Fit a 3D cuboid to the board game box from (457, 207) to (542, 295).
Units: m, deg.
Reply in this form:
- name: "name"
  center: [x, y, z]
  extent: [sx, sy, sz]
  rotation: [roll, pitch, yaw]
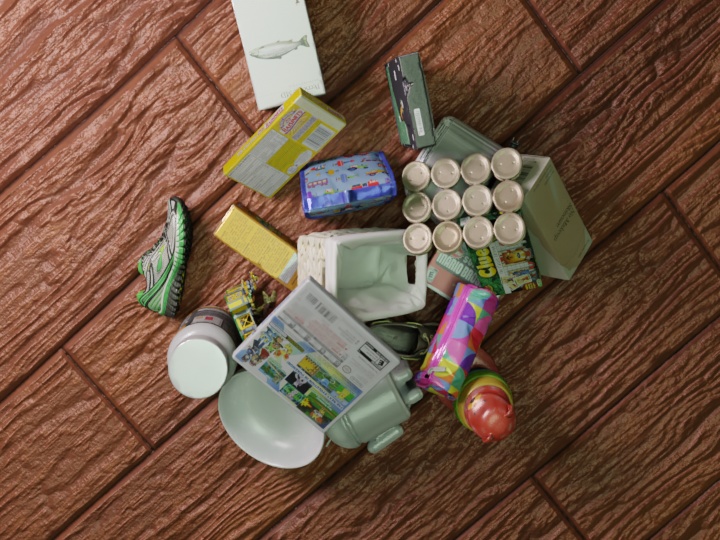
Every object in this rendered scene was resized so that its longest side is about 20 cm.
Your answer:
- name: "board game box"
  center: [0.233, -0.028, 1.434]
  extent: [0.102, 0.024, 0.201]
  rotation: [-10, 141, 17]

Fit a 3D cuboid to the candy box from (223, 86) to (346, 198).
- name: "candy box"
  center: [-0.124, -0.201, 1.409]
  extent: [0.101, 0.027, 0.199]
  rotation: [27, 126, -37]

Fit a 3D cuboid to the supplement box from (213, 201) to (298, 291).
- name: "supplement box"
  center: [-0.150, -0.034, 1.478]
  extent: [0.198, 0.067, 0.070]
  rotation: [33, 96, -9]

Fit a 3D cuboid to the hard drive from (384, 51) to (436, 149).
- name: "hard drive"
  center: [0.078, -0.267, 1.385]
  extent: [0.037, 0.200, 0.143]
  rotation: [-13, 100, -3]

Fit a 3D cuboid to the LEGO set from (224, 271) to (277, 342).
- name: "LEGO set"
  center: [-0.148, 0.070, 1.438]
  extent: [0.114, 0.200, 0.157]
  rotation: [-24, 87, -7]

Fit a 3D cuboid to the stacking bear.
- name: "stacking bear"
  center: [0.209, 0.226, 1.477]
  extent: [0.121, 0.200, 0.114]
  rotation: [-45, 100, 5]

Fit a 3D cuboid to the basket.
- name: "basket"
  center: [0.000, 0.000, 1.425]
  extent: [0.197, 0.122, 0.139]
  rotation: [-8, 103, -38]

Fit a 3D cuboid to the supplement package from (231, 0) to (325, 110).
- name: "supplement package"
  center: [-0.131, -0.369, 1.396]
  extent: [0.114, 0.117, 0.205]
  rotation: [-14, 101, -1]

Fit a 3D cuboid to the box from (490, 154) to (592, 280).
- name: "box"
  center: [0.300, -0.086, 1.440]
  extent: [0.096, 0.077, 0.201]
  rotation: [-54, 129, -19]

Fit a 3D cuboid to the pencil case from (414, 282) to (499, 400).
- name: "pencil case"
  center: [0.162, 0.120, 1.468]
  extent: [0.087, 0.088, 0.203]
  rotation: [28, 76, -8]

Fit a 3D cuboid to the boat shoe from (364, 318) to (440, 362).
- name: "boat shoe"
  center: [0.094, 0.124, 1.523]
  extent: [0.195, 0.060, 0.074]
  rotation: [13, 98, -6]

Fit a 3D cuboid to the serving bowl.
- name: "serving bowl"
  center: [-0.140, 0.234, 1.473]
  extent: [0.195, 0.066, 0.204]
  rotation: [11, 124, 17]

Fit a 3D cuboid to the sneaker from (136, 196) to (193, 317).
- name: "sneaker"
  center: [-0.331, -0.025, 1.462]
  extent: [0.083, 0.078, 0.205]
  rotation: [12, 99, -5]

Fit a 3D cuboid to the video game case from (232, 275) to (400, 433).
- name: "video game case"
  center: [-0.067, 0.133, 1.346]
  extent: [0.199, 0.022, 0.182]
  rotation: [41, 108, -17]

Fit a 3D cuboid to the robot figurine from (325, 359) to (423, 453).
- name: "robot figurine"
  center: [0.010, 0.232, 1.509]
  extent: [0.197, 0.113, 0.172]
  rotation: [-28, 98, 2]

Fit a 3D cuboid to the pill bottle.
- name: "pill bottle"
  center: [-0.255, 0.134, 1.432]
  extent: [0.113, 0.200, 0.120]
  rotation: [-1, 99, -4]

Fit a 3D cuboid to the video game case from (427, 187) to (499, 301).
- name: "video game case"
  center: [0.209, -0.033, 1.525]
  extent: [0.141, 0.017, 0.203]
  rotation: [30, 96, -8]

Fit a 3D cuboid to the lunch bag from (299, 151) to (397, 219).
- name: "lunch bag"
  center: [-0.022, -0.132, 1.401]
  extent: [0.147, 0.200, 0.097]
  rotation: [-10, 100, -1]

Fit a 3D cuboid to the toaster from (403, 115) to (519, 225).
- name: "toaster"
  center: [0.160, -0.164, 1.445]
  extent: [0.128, 0.114, 0.202]
  rotation: [34, 98, 6]

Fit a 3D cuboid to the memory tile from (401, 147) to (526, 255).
- name: "memory tile"
  center: [0.160, -0.105, 1.364]
  extent: [0.195, 0.017, 0.158]
  rotation: [-5, 78, 17]
